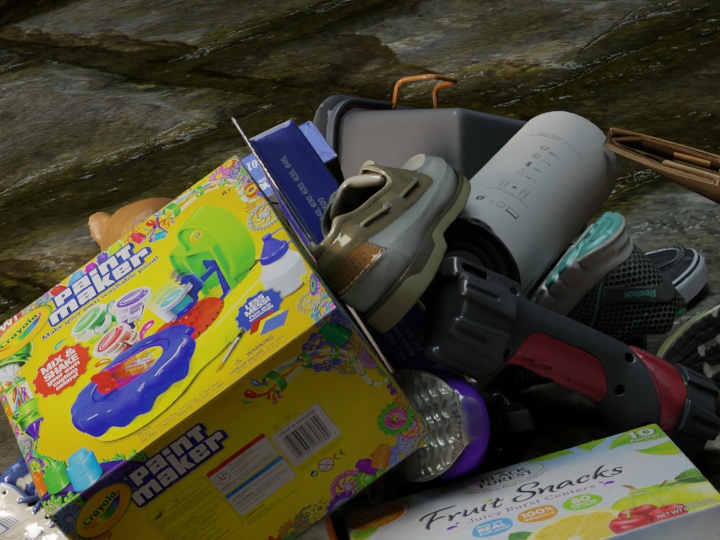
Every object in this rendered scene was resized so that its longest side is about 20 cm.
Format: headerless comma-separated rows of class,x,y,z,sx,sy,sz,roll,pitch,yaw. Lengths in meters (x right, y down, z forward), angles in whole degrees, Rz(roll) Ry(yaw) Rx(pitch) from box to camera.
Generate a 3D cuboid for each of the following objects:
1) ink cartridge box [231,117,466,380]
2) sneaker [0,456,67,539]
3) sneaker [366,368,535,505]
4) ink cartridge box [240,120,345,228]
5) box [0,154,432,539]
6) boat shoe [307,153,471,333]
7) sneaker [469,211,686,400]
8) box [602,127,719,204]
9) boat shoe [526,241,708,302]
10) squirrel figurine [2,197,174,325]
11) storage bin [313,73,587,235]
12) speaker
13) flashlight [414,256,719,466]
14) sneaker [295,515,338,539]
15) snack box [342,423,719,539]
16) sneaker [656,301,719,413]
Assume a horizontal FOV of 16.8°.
ink cartridge box,0.000,0.000,1.594,0.047,0.198,0.200,-32,-19,-4
sneaker,-0.199,0.165,1.542,0.199,0.089,0.075,2,21,37
sneaker,0.064,0.096,1.505,0.099,0.070,0.200,-7,-10,-14
ink cartridge box,-0.047,-0.014,1.786,0.094,0.200,0.044,-30,55,-9
box,-0.096,0.071,1.449,0.200,0.122,0.193,-36,36,0
boat shoe,0.017,-0.034,1.495,0.075,0.068,0.200,-48,9,20
sneaker,0.143,0.049,1.611,0.078,0.091,0.200,-48,-2,-38
box,0.281,-0.042,1.652,0.199,0.021,0.163,22,1,-24
boat shoe,0.163,0.011,1.774,0.199,0.068,0.072,-20,18,-18
squirrel figurine,-0.154,0.051,1.689,0.199,0.188,0.141,-20,19,-20
storage bin,0.079,-0.080,1.885,0.134,0.146,0.199,-4,-8,44
speaker,0.106,-0.038,1.643,0.081,0.082,0.200,-4,22,27
flashlight,0.124,0.063,1.469,0.199,0.068,0.068,22,25,-29
sneaker,-0.077,0.158,1.500,0.092,0.076,0.200,-22,18,-13
snack box,0.100,0.157,1.396,0.199,0.053,0.142,-16,16,-6
sneaker,0.248,0.047,1.618,0.200,0.077,0.088,-21,8,-43
